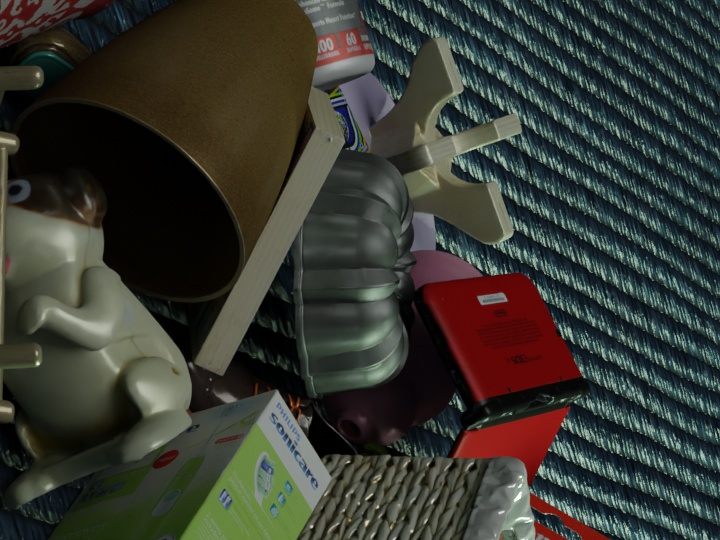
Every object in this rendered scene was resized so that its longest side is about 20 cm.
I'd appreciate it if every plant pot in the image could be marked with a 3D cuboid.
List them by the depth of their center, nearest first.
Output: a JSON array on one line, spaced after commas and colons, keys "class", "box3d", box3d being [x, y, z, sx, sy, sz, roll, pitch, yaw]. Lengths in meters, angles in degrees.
[{"class": "plant pot", "box3d": [-0.115, -0.112, 1.632, 0.186, 0.186, 0.200, 55, 51, -27]}]

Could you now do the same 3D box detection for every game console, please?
[{"class": "game console", "box3d": [0.090, 0.105, 1.874, 0.200, 0.119, 0.172, -6, 66, -61]}]

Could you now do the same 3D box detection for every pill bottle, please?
[{"class": "pill bottle", "box3d": [-0.070, -0.243, 1.904, 0.116, 0.116, 0.200, -20, 93, -58]}]

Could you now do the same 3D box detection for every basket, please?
[{"class": "basket", "box3d": [0.030, 0.257, 1.643, 0.200, 0.161, 0.198, -62, 151, -47]}]

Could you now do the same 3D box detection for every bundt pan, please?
[{"class": "bundt pan", "box3d": [0.000, 0.000, 1.782, 0.202, 0.076, 0.202, 0, 90, -81]}]

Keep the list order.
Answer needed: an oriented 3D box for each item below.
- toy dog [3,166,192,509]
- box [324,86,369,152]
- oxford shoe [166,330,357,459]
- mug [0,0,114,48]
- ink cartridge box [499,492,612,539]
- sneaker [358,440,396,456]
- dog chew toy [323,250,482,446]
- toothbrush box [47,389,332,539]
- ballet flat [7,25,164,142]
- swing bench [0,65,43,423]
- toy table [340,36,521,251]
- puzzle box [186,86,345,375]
[{"class": "toy dog", "box3d": [-0.193, 0.029, 1.563, 0.194, 0.139, 0.200, -33, 100, -52]}, {"class": "box", "box3d": [-0.068, -0.075, 1.869, 0.064, 0.070, 0.200, 62, 33, -17]}, {"class": "oxford shoe", "box3d": [-0.077, 0.101, 1.769, 0.200, 0.073, 0.071, 42, 43, -41]}, {"class": "mug", "box3d": [-0.284, -0.214, 1.583, 0.200, 0.177, 0.134, -39, 145, -52]}, {"class": "ink cartridge box", "box3d": [0.145, 0.239, 1.986, 0.162, 0.050, 0.200, 30, 34, 13]}, {"class": "sneaker", "box3d": [0.032, 0.234, 1.869, 0.072, 0.083, 0.200, -44, 113, -55]}, {"class": "dog chew toy", "box3d": [0.035, 0.071, 1.923, 0.125, 0.124, 0.200, 60, 42, -20]}, {"class": "toothbrush box", "box3d": [-0.129, 0.184, 1.581, 0.086, 0.146, 0.200, 60, 35, -19]}, {"class": "ballet flat", "box3d": [-0.189, -0.119, 1.723, 0.200, 0.068, 0.072, 42, 24, -35]}, {"class": "swing bench", "box3d": [-0.300, -0.021, 1.406, 0.200, 0.130, 0.199, 4, 69, -16]}, {"class": "toy table", "box3d": [0.055, -0.097, 2.030, 0.200, 0.117, 0.184, 65, 32, -12]}, {"class": "puzzle box", "box3d": [-0.073, -0.033, 1.704, 0.025, 0.200, 0.133, 24, 14, -15]}]
